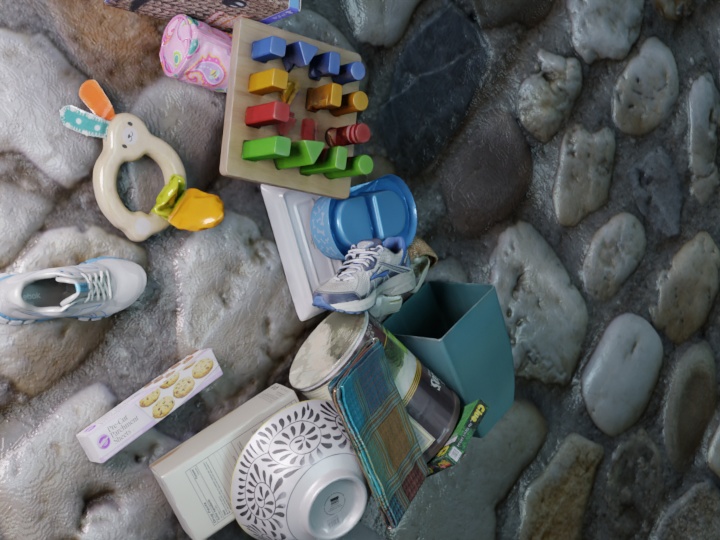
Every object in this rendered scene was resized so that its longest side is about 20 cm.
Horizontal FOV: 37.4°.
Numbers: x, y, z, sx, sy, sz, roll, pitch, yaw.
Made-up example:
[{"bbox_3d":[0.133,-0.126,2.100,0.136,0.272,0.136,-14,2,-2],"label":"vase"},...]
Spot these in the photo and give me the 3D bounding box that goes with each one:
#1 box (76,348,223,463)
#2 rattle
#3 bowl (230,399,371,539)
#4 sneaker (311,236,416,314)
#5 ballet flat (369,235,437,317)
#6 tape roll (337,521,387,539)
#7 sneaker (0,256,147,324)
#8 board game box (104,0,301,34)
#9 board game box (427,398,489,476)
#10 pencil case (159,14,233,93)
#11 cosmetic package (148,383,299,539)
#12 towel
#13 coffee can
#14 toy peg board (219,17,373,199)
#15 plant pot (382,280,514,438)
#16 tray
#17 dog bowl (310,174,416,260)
[{"bbox_3d":[-0.258,0.165,1.323,0.199,0.038,0.042,-36,107,-36],"label":"box"},{"bbox_3d":[-0.265,-0.136,1.282,0.129,0.143,0.202,-26,110,-19],"label":"rattle"},{"bbox_3d":[-0.052,0.270,1.311,0.198,0.094,0.204,-13,116,-29],"label":"bowl"},{"bbox_3d":[0.000,0.000,1.443,0.199,0.076,0.087,-23,115,-51],"label":"sneaker"},{"bbox_3d":[0.047,0.021,1.563,0.200,0.065,0.071,-46,153,-31],"label":"ballet flat"},{"bbox_3d":[-0.023,0.440,1.408,0.201,0.139,0.206,-9,106,-34],"label":"tape roll"},{"bbox_3d":[-0.330,0.025,1.246,0.198,0.086,0.076,-13,93,-41],"label":"sneaker"},{"bbox_3d":[-0.197,-0.377,1.339,0.198,0.158,0.098,5,84,-39],"label":"board game box"},{"bbox_3d":[0.104,0.252,1.514,0.023,0.200,0.105,42,57,-5],"label":"board game box"},{"bbox_3d":[-0.164,-0.273,1.406,0.198,0.087,0.089,11,80,-37],"label":"pencil case"},{"bbox_3d":[-0.155,0.241,1.350,0.199,0.071,0.106,-30,105,-21],"label":"cosmetic package"},{"bbox_3d":[0.029,0.201,1.341,0.147,0.021,0.202,-44,114,-59],"label":"towel"},{"bbox_3d":[0.020,0.164,1.471,0.200,0.146,0.147,43,61,-21],"label":"coffee can"},{"bbox_3d":[-0.064,-0.208,1.372,0.198,0.097,0.202,9,85,-38],"label":"toy peg board"},{"bbox_3d":[0.143,0.142,1.599,0.141,0.140,0.202,-39,117,-34],"label":"plant pot"},{"bbox_3d":[-0.069,-0.040,1.508,0.107,0.022,0.203,-23,101,-39],"label":"tray"},{"bbox_3d":[0.004,-0.073,1.535,0.199,0.049,0.113,-17,96,-48],"label":"dog bowl"}]
